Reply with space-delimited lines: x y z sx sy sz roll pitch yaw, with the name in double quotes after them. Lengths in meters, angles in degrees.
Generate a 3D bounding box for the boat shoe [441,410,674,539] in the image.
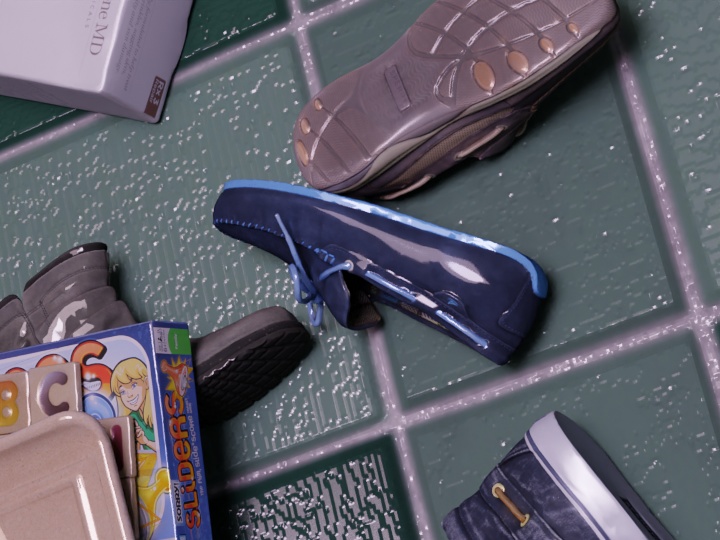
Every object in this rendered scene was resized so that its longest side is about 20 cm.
0.125 0.172 1.290 0.091 0.071 0.200 -45 56 13 "boat shoe"

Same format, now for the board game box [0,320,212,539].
-0.176 0.110 1.411 0.200 0.034 0.136 -13 80 32 "board game box"

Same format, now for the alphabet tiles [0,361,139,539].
-0.188 0.154 1.384 0.166 0.006 0.200 -10 79 31 "alphabet tiles"

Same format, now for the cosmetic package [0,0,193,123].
-0.206 -0.158 1.536 0.200 0.074 0.102 10 82 30 "cosmetic package"

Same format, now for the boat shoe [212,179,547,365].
0.000 0.000 1.385 0.200 0.084 0.069 15 84 31 "boat shoe"

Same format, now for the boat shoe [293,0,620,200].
0.057 -0.102 1.389 0.200 0.073 0.075 -27 63 23 "boat shoe"

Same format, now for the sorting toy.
-0.183 0.195 1.356 0.185 0.036 0.200 -24 77 27 "sorting toy"

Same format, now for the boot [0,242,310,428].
-0.134 0.036 1.450 0.200 0.068 0.131 -30 68 19 "boot"
